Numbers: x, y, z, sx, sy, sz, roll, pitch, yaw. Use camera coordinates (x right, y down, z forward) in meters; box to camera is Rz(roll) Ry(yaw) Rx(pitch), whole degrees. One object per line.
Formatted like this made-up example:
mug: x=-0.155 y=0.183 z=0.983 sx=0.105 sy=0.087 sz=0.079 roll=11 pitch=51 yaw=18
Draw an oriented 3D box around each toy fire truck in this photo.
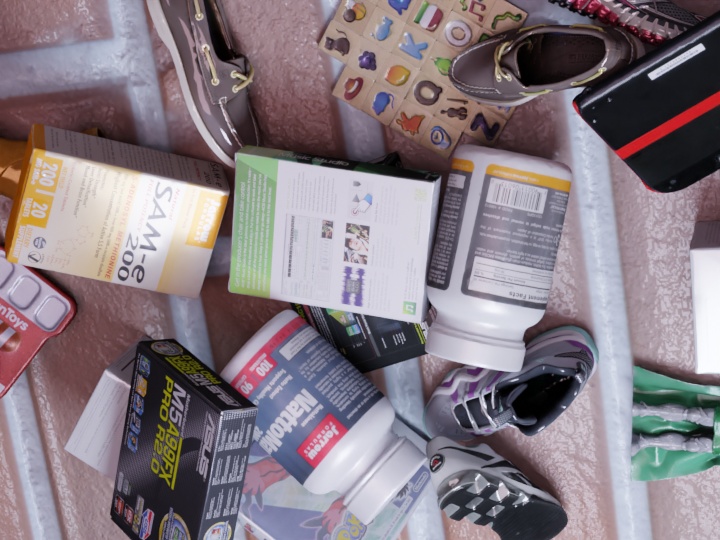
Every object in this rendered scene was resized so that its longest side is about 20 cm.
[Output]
toy fire truck: x=-0.423 y=0.039 z=1.791 sx=0.200 sy=0.112 sz=0.168 roll=39 pitch=89 yaw=0

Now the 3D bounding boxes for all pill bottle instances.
pill bottle: x=0.126 y=-0.012 z=1.586 sx=0.116 sy=0.116 sz=0.201 roll=12 pitch=93 yaw=11
pill bottle: x=-0.037 y=0.146 z=1.633 sx=0.200 sy=0.120 sz=0.120 roll=42 pitch=113 yaw=7

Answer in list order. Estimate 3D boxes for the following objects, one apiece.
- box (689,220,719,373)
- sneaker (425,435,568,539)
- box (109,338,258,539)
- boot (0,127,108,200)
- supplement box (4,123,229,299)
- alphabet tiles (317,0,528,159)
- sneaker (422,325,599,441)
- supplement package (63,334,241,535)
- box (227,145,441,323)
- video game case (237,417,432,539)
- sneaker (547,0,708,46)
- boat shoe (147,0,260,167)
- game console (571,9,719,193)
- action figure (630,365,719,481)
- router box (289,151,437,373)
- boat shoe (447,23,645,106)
box: x=0.411 y=0.022 z=1.557 sx=0.199 sy=0.097 sz=0.125 roll=-1 pitch=107 yaw=16
sneaker: x=0.137 y=0.216 z=1.684 sx=0.074 sy=0.089 sz=0.200 roll=-39 pitch=137 yaw=16
box: x=-0.174 y=0.188 z=1.624 sx=0.160 sy=0.044 sz=0.201 roll=34 pitch=120 yaw=46
boot: x=-0.332 y=-0.118 z=1.732 sx=0.144 sy=0.071 sz=0.202 roll=-29 pitch=103 yaw=15
supplement box: x=-0.244 y=-0.058 z=1.676 sx=0.199 sy=0.074 sz=0.127 roll=11 pitch=113 yaw=-17
alphabet tiles: x=0.065 y=-0.209 z=1.624 sx=0.199 sy=0.006 sz=0.167 roll=30 pitch=113 yaw=4
sneaker: x=0.135 y=0.130 z=1.640 sx=0.200 sy=0.140 sz=0.078 roll=-33 pitch=98 yaw=21
supplement package: x=-0.186 y=0.179 z=1.756 sx=0.200 sy=0.114 sz=0.110 roll=32 pitch=113 yaw=4
box: x=-0.027 y=-0.036 z=1.621 sx=0.199 sy=0.036 sz=0.145 roll=9 pitch=109 yaw=11
video game case: x=-0.031 y=0.207 z=1.690 sx=0.182 sy=0.200 sz=0.023 roll=38 pitch=145 yaw=1
sneaker: x=0.247 y=-0.254 z=1.524 sx=0.199 sy=0.081 sz=0.075 roll=25 pitch=96 yaw=1
boat shoe: x=-0.142 y=-0.200 z=1.643 sx=0.059 sy=0.072 sz=0.201 roll=-20 pitch=97 yaw=24
game console: x=0.312 y=-0.157 z=1.508 sx=0.200 sy=0.031 sz=0.177 roll=-31 pitch=136 yaw=21
action figure: x=0.365 y=0.156 z=1.639 sx=0.199 sy=0.055 sz=0.119 roll=1 pitch=105 yaw=10
router box: x=0.000 y=0.000 z=1.677 sx=0.149 sy=0.062 sz=0.201 roll=-18 pitch=102 yaw=19
boat shoe: x=0.159 y=-0.191 z=1.536 sx=0.199 sy=0.059 sz=0.072 roll=1 pitch=85 yaw=38
